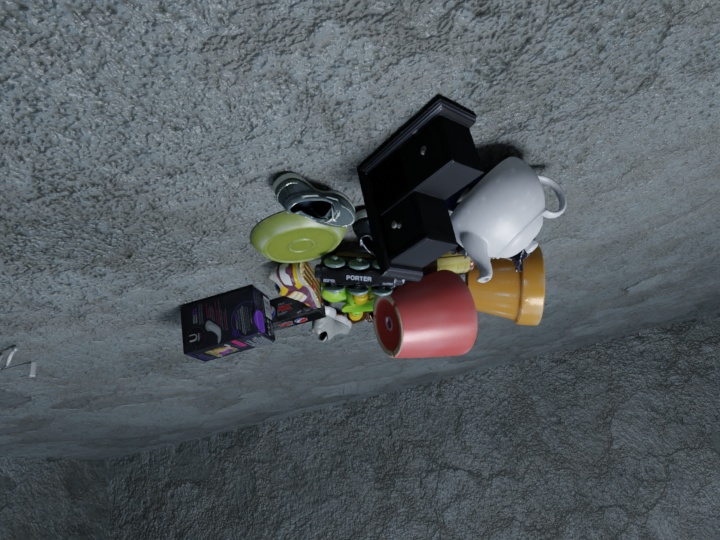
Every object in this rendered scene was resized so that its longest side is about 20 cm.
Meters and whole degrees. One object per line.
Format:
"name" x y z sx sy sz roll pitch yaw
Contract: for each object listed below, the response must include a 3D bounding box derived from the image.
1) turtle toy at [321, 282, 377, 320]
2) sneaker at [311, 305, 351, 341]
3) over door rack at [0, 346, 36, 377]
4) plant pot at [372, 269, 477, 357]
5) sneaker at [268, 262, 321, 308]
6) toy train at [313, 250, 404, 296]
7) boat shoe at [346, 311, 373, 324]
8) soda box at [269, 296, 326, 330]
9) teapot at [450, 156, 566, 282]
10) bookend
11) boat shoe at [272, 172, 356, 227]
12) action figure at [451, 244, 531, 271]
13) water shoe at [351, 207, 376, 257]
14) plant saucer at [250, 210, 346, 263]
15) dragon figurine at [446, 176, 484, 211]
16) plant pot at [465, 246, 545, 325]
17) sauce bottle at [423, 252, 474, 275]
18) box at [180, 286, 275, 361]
"turtle toy" 0.002 0.050 1.298 0.196 0.103 0.146 -7 156 -12
"sneaker" -0.090 0.162 1.504 0.074 0.094 0.200 12 164 27
"over door rack" -0.862 0.202 1.226 0.197 0.068 0.147 -1 167 34
"plant pot" 0.134 0.106 1.186 0.174 0.204 0.201 -8 158 -25
"sneaker" -0.148 0.034 1.237 0.088 0.076 0.201 -7 152 8
"toy train" 0.000 0.000 1.149 0.196 0.087 0.114 3 -159 6
"boat shoe" 0.026 0.116 1.512 0.071 0.069 0.199 5 152 -37
"soda box" -0.193 0.109 1.387 0.196 0.065 0.071 -15 158 7
"teapot" 0.266 -0.095 0.961 0.200 0.146 0.197 -48 168 21
"bookend" 0.104 -0.117 0.827 0.091 0.204 0.198 8 152 -40
"boat shoe" -0.071 -0.105 0.931 0.073 0.062 0.199 -41 147 20
"action figure" 0.274 -0.069 1.165 0.197 0.104 0.118 19 -152 30
"water shoe" 0.036 -0.057 1.092 0.070 0.080 0.199 -21 156 22
"plant saucer" -0.120 -0.061 1.066 0.196 0.032 0.201 -11 157 -5
"dragon figurine" 0.134 -0.135 0.985 0.197 0.060 0.100 -21 155 10
"plant pot" 0.363 0.036 1.368 0.179 0.204 0.201 1 159 8
"sauce bottle" 0.176 -0.020 1.280 0.196 0.067 0.066 -4 157 -13
"box" -0.322 0.132 1.294 0.196 0.125 0.106 -15 159 8
